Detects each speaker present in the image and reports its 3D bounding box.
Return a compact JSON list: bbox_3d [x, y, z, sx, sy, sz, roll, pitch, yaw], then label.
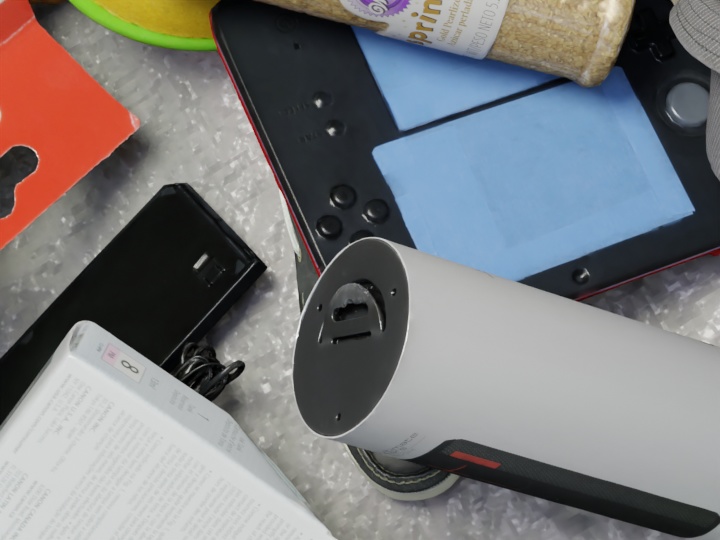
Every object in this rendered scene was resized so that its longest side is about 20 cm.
[{"bbox_3d":[0.074,0.049,1.077,0.081,0.200,0.081,-32,50,46],"label":"speaker"}]

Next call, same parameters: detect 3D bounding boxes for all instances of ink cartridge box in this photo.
[{"bbox_3d":[-0.207,-0.095,1.152,0.200,0.050,0.162,45,59,1],"label":"ink cartridge box"},{"bbox_3d":[-0.083,0.141,1.157,0.200,0.057,0.163,34,110,-9],"label":"ink cartridge box"}]

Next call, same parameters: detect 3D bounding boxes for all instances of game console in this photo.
[{"bbox_3d":[0.057,-0.064,1.147,0.200,0.031,0.177,-19,77,-17],"label":"game console"}]

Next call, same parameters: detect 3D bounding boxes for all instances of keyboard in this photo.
[{"bbox_3d":[-0.117,0.062,1.215,0.200,0.040,0.104,-47,50,4],"label":"keyboard"}]

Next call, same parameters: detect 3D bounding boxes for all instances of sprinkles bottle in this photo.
[{"bbox_3d":[0.010,-0.129,1.112,0.200,0.068,0.068,13,83,-7],"label":"sprinkles bottle"}]

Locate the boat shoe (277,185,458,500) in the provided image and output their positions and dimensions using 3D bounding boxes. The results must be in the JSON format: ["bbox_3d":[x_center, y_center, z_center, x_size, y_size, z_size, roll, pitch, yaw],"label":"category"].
[{"bbox_3d":[0.000,0.000,1.173,0.072,0.068,0.200,-13,79,10],"label":"boat shoe"}]

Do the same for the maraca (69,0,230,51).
[{"bbox_3d":[-0.045,-0.166,1.195,0.200,0.107,0.137,-12,84,-11],"label":"maraca"}]

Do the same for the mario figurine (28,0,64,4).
[{"bbox_3d":[-0.199,-0.202,1.264,0.123,0.106,0.200,-26,85,-29],"label":"mario figurine"}]

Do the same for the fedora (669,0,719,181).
[{"bbox_3d":[0.219,-0.060,1.098,0.200,0.177,0.090,7,113,0],"label":"fedora"}]

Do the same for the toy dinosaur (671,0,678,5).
[{"bbox_3d":[0.087,-0.201,1.170,0.058,0.101,0.200,-18,112,48],"label":"toy dinosaur"}]
